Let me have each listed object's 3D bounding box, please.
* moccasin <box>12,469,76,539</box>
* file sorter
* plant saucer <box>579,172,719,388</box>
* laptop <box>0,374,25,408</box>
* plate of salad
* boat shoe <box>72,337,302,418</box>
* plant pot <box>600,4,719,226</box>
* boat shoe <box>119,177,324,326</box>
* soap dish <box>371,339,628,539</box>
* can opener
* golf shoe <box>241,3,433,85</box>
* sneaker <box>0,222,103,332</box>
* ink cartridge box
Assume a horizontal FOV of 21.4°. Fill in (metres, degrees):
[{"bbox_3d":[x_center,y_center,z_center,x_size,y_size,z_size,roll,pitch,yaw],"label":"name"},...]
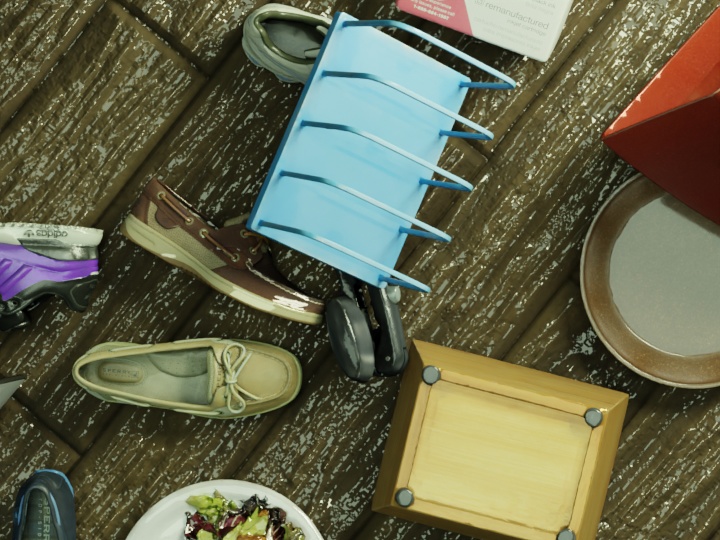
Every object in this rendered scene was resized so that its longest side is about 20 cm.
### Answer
[{"bbox_3d":[-0.291,0.281,1.705,0.080,0.068,0.201,-6,90,4],"label":"moccasin"},{"bbox_3d":[0.021,-0.096,1.592,0.139,0.123,0.200,24,86,-25],"label":"file sorter"},{"bbox_3d":[0.292,0.003,1.681,0.200,0.037,0.201,0,90,3],"label":"plant saucer"},{"bbox_3d":[-0.337,0.205,1.649,0.116,0.187,0.200,40,92,2],"label":"laptop"},{"bbox_3d":[-0.120,0.283,1.686,0.199,0.048,0.201,1,76,-2],"label":"plate of salad"},{"bbox_3d":[-0.153,0.094,1.698,0.200,0.063,0.073,6,90,4],"label":"boat shoe"},{"bbox_3d":[0.357,-0.128,1.586,0.176,0.200,0.200,48,70,-10],"label":"plant pot"},{"bbox_3d":[-0.113,-0.018,1.694,0.200,0.072,0.072,28,93,10],"label":"boat shoe"},{"bbox_3d":[0.121,0.161,1.670,0.199,0.081,0.158,14,91,5],"label":"soap dish"},{"bbox_3d":[0.000,0.000,1.691,0.063,0.079,0.201,-11,80,12],"label":"can opener"},{"bbox_3d":[-0.012,-0.179,1.674,0.200,0.097,0.078,18,89,2],"label":"golf shoe"},{"bbox_3d":[-0.332,0.006,1.708,0.200,0.070,0.100,2,92,5],"label":"sneaker"},{"bbox_3d":[0.129,-0.301,1.629,0.146,0.083,0.200,21,121,5],"label":"ink cartridge box"}]
